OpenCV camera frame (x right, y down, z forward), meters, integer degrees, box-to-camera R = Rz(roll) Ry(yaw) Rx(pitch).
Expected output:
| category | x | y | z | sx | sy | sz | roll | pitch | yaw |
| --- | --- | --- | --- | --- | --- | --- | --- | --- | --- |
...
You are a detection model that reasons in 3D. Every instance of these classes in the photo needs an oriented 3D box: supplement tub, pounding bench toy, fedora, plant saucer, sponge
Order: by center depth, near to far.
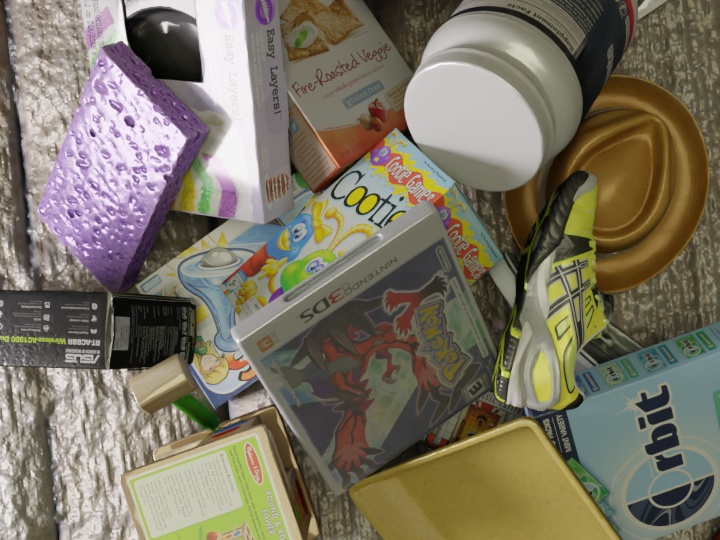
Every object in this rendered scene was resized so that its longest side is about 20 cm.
| category | x | y | z | sx | sy | sz | roll | pitch | yaw |
| --- | --- | --- | --- | --- | --- | --- | --- | --- | --- |
| supplement tub | 0.135 | -0.176 | 0.892 | 0.140 | 0.141 | 0.201 | 36 | 56 | 2 |
| plant saucer | 0.120 | 0.214 | 0.920 | 0.199 | 0.049 | 0.201 | -26 | 110 | 33 |
| pounding bench toy | -0.125 | 0.166 | 0.924 | 0.123 | 0.156 | 0.203 | -19 | 90 | 1 |
| sponge | -0.211 | -0.083 | 0.933 | 0.111 | 0.030 | 0.201 | 43 | 129 | 10 |
| fedora | 0.223 | -0.080 | 0.954 | 0.197 | 0.082 | 0.204 | 0 | 89 | 1 |

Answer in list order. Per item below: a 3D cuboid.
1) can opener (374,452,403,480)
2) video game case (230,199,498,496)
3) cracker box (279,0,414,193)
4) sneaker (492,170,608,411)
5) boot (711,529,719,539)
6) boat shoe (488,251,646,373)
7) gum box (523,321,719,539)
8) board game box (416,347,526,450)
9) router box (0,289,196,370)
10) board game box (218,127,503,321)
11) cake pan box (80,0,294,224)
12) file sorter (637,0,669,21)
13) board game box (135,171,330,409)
| category | x | y | z | sx | sy | sz | roll | pitch | yaw |
| --- | --- | --- | --- | --- | --- | --- | --- | --- | --- |
| can opener | 0.032 | 0.084 | 0.969 | 0.066 | 0.053 | 0.203 | 22 | 90 | -16 |
| video game case | 0.015 | 0.068 | 0.861 | 0.181 | 0.023 | 0.201 | -33 | 129 | -7 |
| cracker box | -0.041 | -0.186 | 0.943 | 0.133 | 0.058 | 0.201 | -34 | 88 | -37 |
| sneaker | 0.167 | 0.019 | 0.889 | 0.075 | 0.075 | 0.203 | 16 | 86 | 1 |
| boot | 0.277 | 0.285 | 0.957 | 0.107 | 0.075 | 0.201 | 38 | 92 | 7 |
| boat shoe | 0.199 | 0.046 | 0.958 | 0.200 | 0.072 | 0.071 | 43 | 106 | -9 |
| gum box | 0.255 | 0.151 | 0.935 | 0.197 | 0.045 | 0.172 | -20 | 117 | 1 |
| board game box | 0.111 | 0.121 | 0.957 | 0.198 | 0.023 | 0.106 | 23 | 89 | -16 |
| router box | -0.259 | 0.049 | 0.911 | 0.197 | 0.150 | 0.063 | 1 | 88 | 17 |
| board game box | 0.000 | 0.000 | 0.895 | 0.200 | 0.105 | 0.103 | -41 | 133 | -1 |
| cake pan box | -0.146 | -0.149 | 0.910 | 0.182 | 0.052 | 0.203 | 10 | 115 | 29 |
| file sorter | 0.245 | -0.344 | 0.936 | 0.138 | 0.125 | 0.201 | -32 | 89 | 2 |
| board game box | -0.087 | 0.014 | 0.986 | 0.199 | 0.034 | 0.136 | -35 | 89 | 1 |
